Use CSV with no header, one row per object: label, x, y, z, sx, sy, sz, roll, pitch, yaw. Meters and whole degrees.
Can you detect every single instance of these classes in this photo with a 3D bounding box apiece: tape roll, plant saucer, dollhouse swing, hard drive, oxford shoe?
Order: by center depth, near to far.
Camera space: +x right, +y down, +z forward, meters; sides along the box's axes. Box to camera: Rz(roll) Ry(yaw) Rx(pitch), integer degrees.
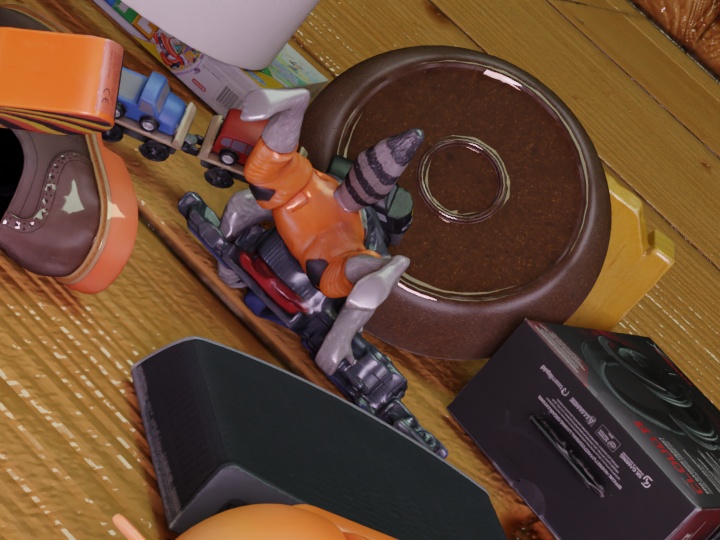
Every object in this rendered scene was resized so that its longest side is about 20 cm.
hard drive,-0.006,0.106,0.944,0.200,0.042,0.135,30,20,-28
oxford shoe,-0.167,-0.073,1.014,0.072,0.071,0.200,19,27,-38
plant saucer,0.055,-0.048,1.230,0.200,0.200,0.034,42,-22,6
tape roll,-0.117,-0.220,1.358,0.202,0.071,0.203,35,18,-13
dollhouse swing,0.107,-0.059,1.400,0.200,0.182,0.176,39,38,-1

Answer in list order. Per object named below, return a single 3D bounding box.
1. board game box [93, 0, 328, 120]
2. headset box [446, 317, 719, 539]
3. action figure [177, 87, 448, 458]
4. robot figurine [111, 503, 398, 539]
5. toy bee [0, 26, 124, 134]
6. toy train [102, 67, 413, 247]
board game box,-0.124,-0.177,1.412,0.200,0.034,0.134,42,17,8
headset box,0.152,0.108,1.209,0.149,0.077,0.200,49,18,26
action figure,0.000,0.000,1.087,0.200,0.105,0.193,47,-10,7
robot figurine,-0.004,0.153,0.716,0.200,0.144,0.117,32,-20,-22
toy bee,-0.202,-0.096,0.937,0.200,0.131,0.109,29,-7,0
toy train,-0.063,-0.065,1.166,0.200,0.046,0.034,22,53,-3
